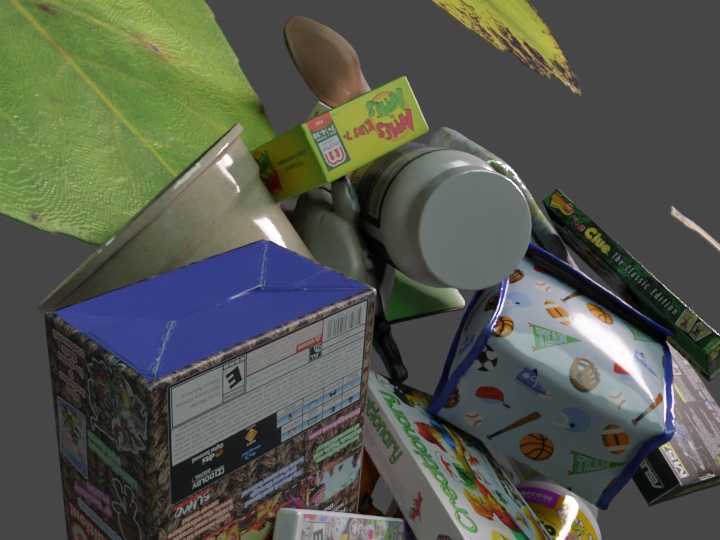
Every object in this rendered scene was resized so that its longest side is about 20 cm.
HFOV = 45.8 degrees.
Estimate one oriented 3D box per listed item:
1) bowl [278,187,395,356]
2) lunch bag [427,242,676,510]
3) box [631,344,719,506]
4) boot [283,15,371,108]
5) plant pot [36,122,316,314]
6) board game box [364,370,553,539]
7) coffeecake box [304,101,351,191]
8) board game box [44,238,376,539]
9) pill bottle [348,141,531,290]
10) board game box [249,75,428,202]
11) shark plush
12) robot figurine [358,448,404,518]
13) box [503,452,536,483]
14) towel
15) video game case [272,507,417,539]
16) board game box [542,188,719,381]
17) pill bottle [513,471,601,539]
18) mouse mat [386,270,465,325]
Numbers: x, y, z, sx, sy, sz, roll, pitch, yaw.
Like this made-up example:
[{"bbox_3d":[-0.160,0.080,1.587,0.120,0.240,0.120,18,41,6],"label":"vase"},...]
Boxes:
[{"bbox_3d":[-0.048,-0.014,0.835,0.199,0.075,0.200,33,35,-11],"label":"bowl"},{"bbox_3d":[0.170,0.065,0.725,0.170,0.124,0.200,32,33,1],"label":"lunch bag"},{"bbox_3d":[0.297,0.129,0.871,0.193,0.048,0.201,2,51,-45],"label":"box"},{"bbox_3d":[-0.028,-0.226,1.069,0.200,0.070,0.146,48,-2,-13],"label":"boot"},{"bbox_3d":[-0.106,0.023,0.653,0.184,0.200,0.201,48,31,-14],"label":"plant pot"},{"bbox_3d":[0.069,0.160,0.637,0.126,0.035,0.200,26,18,-39],"label":"board game box"},{"bbox_3d":[0.015,-0.108,0.936,0.153,0.073,0.200,29,8,-19],"label":"coffeecake box"},{"bbox_3d":[-0.084,0.105,0.507,0.097,0.201,0.159,24,31,36],"label":"board game box"},{"bbox_3d":[0.062,-0.049,0.741,0.116,0.116,0.200,30,3,-19],"label":"pill bottle"},{"bbox_3d":[-0.042,-0.097,0.710,0.101,0.200,0.048,-31,100,-27],"label":"board game box"},{"bbox_3d":[0.000,0.000,0.747,0.200,0.091,0.083,50,3,22],"label":"shark plush"},{"bbox_3d":[0.017,0.183,0.700,0.145,0.058,0.200,42,32,-2],"label":"robot figurine"},{"bbox_3d":[0.202,0.140,0.899,0.101,0.112,0.201,1,53,-49],"label":"box"},{"bbox_3d":[0.158,-0.060,0.921,0.200,0.048,0.171,51,0,-22],"label":"towel"},{"bbox_3d":[0.001,0.231,0.545,0.200,0.018,0.144,28,66,-54],"label":"video game case"},{"bbox_3d":[0.249,0.013,0.779,0.200,0.023,0.105,50,2,29],"label":"board game box"},{"bbox_3d":[0.142,0.248,0.719,0.104,0.104,0.200,47,32,6],"label":"pill bottle"},{"bbox_3d":[0.028,-0.010,0.981,0.199,0.008,0.161,-7,58,-50],"label":"mouse mat"}]
